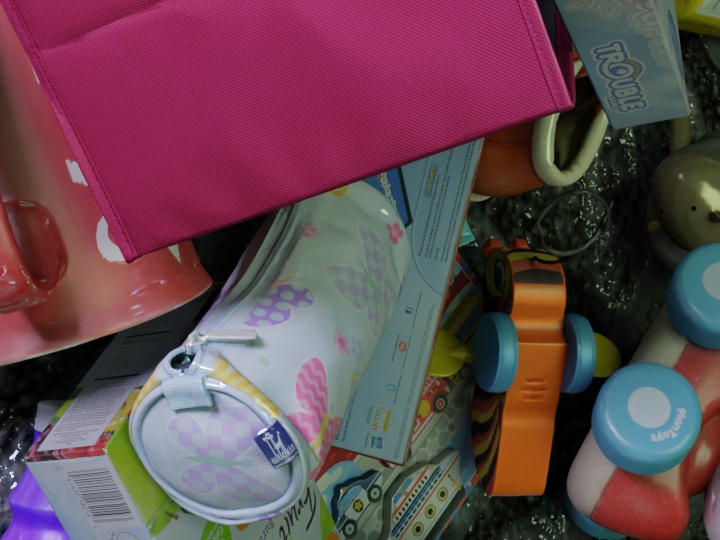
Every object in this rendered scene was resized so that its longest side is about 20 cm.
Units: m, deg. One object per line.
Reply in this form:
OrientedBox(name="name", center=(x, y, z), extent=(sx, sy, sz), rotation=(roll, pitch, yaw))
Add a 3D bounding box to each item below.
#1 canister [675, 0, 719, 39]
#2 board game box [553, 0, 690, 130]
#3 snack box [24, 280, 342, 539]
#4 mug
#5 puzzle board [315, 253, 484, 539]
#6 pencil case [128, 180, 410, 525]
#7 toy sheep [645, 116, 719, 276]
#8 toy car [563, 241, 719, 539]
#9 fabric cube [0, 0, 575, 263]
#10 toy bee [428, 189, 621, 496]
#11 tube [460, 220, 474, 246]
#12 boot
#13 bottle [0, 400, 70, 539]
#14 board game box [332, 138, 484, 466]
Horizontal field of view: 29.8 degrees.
OrientedBox(name="canister", center=(0.289, -0.231, 0.961), extent=(0.199, 0.086, 0.150), rotation=(5, 89, -33))
OrientedBox(name="board game box", center=(0.099, -0.195, 0.593), extent=(0.200, 0.043, 0.201), rotation=(44, 40, -60))
OrientedBox(name="snack box", center=(-0.078, 0.127, 0.697), extent=(0.201, 0.053, 0.142), rotation=(68, 29, -25))
OrientedBox(name="mug", center=(-0.152, -0.069, 0.622), extent=(0.133, 0.177, 0.202), rotation=(-19, 98, -26))
OrientedBox(name="puzzle board", center=(0.029, 0.091, 0.840), extent=(0.151, 0.017, 0.200), rotation=(49, 67, -25))
OrientedBox(name="pencil case", center=(-0.039, 0.030, 0.659), extent=(0.091, 0.083, 0.200), rotation=(57, 32, -18))
OrientedBox(name="toy sheep", center=(0.267, -0.038, 0.932), extent=(0.199, 0.137, 0.139), rotation=(14, 84, -39))
OrientedBox(name="toy car", center=(0.247, 0.118, 0.840), extent=(0.199, 0.185, 0.177), rotation=(31, 69, 15))
OrientedBox(name="fabric cube", center=(-0.032, -0.153, 0.589), extent=(0.197, 0.198, 0.201), rotation=(-72, 141, -64))
OrientedBox(name="toy bee", center=(0.105, 0.031, 0.829), extent=(0.130, 0.109, 0.201), rotation=(22, 110, -22))
OrientedBox(name="tube", center=(0.003, -0.092, 0.798), extent=(0.077, 0.050, 0.201), rotation=(-24, 109, -10))
OrientedBox(name="boot", center=(0.122, -0.129, 0.795), extent=(0.075, 0.107, 0.201), rotation=(35, 72, -31))
OrientedBox(name="bottle", center=(-0.151, 0.169, 0.692), extent=(0.083, 0.065, 0.202), rotation=(5, 89, -39))
OrientedBox(name="board game box", center=(0.000, 0.000, 0.762), extent=(0.102, 0.019, 0.202), rotation=(14, 95, 4))
